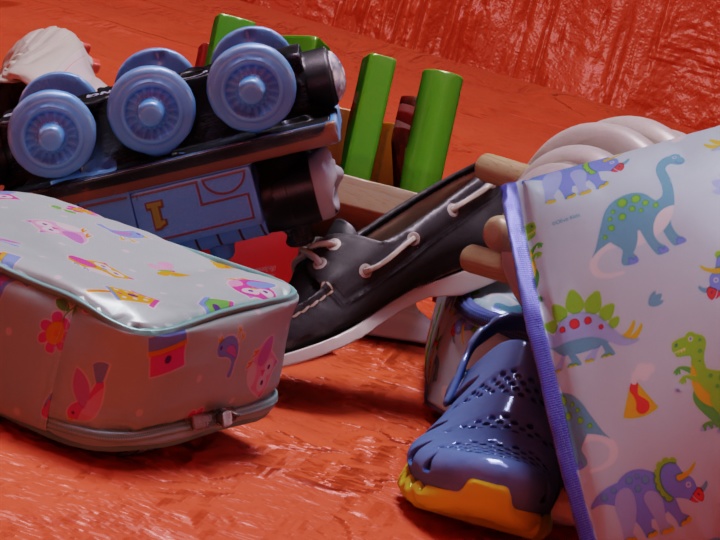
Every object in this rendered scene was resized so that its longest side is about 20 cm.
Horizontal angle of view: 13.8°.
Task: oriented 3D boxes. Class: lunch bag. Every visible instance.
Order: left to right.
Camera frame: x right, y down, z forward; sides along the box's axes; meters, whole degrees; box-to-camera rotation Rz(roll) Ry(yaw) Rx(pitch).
[{"bbox_3d":[-0.135,0.022,1.414,0.199,0.077,0.160,21,15,29],"label":"lunch bag"},{"bbox_3d":[0.119,0.049,1.671,0.160,0.083,0.200,18,11,-2],"label":"lunch bag"},{"bbox_3d":[0.169,0.042,1.366,0.169,0.201,0.128,-18,-39,10],"label":"lunch bag"}]

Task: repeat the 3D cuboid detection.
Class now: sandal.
[{"bbox_3d":[0.067,0.072,1.442,0.079,0.087,0.200,17,12,0],"label":"sandal"}]

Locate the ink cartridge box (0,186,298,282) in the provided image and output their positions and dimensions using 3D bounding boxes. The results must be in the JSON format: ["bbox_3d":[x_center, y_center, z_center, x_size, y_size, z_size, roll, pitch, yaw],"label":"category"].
[{"bbox_3d":[-0.112,-0.013,1.689,0.199,0.068,0.116,18,9,20],"label":"ink cartridge box"}]

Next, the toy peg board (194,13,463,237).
[{"bbox_3d":[-0.035,-0.081,1.827,0.199,0.098,0.199,14,-7,-12],"label":"toy peg board"}]

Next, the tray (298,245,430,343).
[{"bbox_3d":[-0.032,0.003,1.863,0.107,0.022,0.200,11,11,-30],"label":"tray"}]

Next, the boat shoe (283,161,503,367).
[{"bbox_3d":[0.000,0.000,1.582,0.199,0.061,0.074,-23,13,-20],"label":"boat shoe"}]

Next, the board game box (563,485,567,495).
[{"bbox_3d":[0.209,0.062,1.446,0.135,0.200,0.035,23,-26,39],"label":"board game box"}]

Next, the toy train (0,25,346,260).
[{"bbox_3d":[-0.099,-0.055,1.552,0.199,0.115,0.087,-13,14,2],"label":"toy train"}]

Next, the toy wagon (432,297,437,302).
[{"bbox_3d":[0.138,0.034,1.848,0.199,0.040,0.155,22,3,30],"label":"toy wagon"}]

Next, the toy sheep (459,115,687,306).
[{"bbox_3d":[0.130,-0.017,1.536,0.199,0.139,0.138,-6,22,-44],"label":"toy sheep"}]

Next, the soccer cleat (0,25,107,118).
[{"bbox_3d":[-0.183,-0.098,1.679,0.077,0.070,0.200,7,14,-22],"label":"soccer cleat"}]
